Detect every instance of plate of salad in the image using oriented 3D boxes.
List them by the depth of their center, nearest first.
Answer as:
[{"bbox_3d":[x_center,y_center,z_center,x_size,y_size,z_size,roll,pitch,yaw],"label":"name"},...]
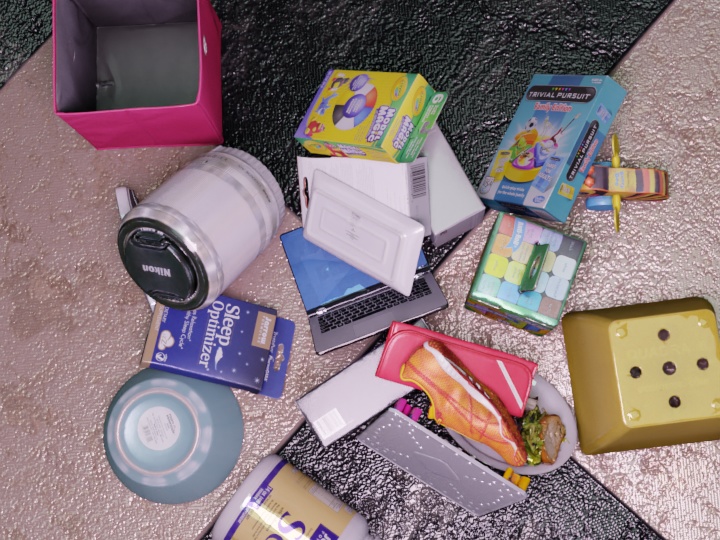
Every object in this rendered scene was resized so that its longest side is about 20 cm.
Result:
[{"bbox_3d":[0.197,0.183,1.485,0.200,0.048,0.200,11,42,-10],"label":"plate of salad"}]

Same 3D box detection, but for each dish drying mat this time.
[{"bbox_3d":[0.124,0.126,1.425,0.200,0.018,0.077,17,97,-10],"label":"dish drying mat"}]

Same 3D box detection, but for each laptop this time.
[{"bbox_3d":[0.000,0.000,1.537,0.187,0.200,0.116,-21,111,0],"label":"laptop"}]

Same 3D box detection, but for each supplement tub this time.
[{"bbox_3d":[-0.080,0.353,1.477,0.200,0.145,0.146,34,85,7],"label":"supplement tub"}]

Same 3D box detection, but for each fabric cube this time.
[{"bbox_3d":[-0.302,-0.287,1.556,0.200,0.199,0.197,-3,81,3],"label":"fabric cube"}]

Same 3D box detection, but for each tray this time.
[{"bbox_3d":[-0.004,-0.050,1.505,0.200,0.022,0.108,30,121,32],"label":"tray"}]

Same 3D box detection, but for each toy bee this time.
[{"bbox_3d":[0.333,-0.114,1.544,0.200,0.109,0.131,-21,83,0],"label":"toy bee"}]

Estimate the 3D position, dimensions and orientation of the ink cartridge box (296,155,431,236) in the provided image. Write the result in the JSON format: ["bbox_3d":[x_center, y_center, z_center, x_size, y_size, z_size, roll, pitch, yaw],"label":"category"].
[{"bbox_3d":[0.003,-0.105,1.532,0.200,0.050,0.109,8,108,41],"label":"ink cartridge box"}]

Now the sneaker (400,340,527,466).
[{"bbox_3d":[0.131,0.174,1.399,0.077,0.073,0.200,-43,94,14],"label":"sneaker"}]

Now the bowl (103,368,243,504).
[{"bbox_3d":[-0.266,0.222,1.527,0.200,0.105,0.201,0,83,3],"label":"bowl"}]

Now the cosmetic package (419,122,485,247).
[{"bbox_3d":[0.092,-0.141,1.561,0.090,0.107,0.200,-31,83,0],"label":"cosmetic package"}]

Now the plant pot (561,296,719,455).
[{"bbox_3d":[0.387,0.135,1.470,0.200,0.176,0.200,-7,82,2],"label":"plant pot"}]

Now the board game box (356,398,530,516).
[{"bbox_3d":[0.104,0.244,1.450,0.200,0.200,0.026,33,68,0],"label":"board game box"}]

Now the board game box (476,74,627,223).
[{"bbox_3d":[0.258,-0.172,1.537,0.047,0.151,0.200,30,83,-32],"label":"board game box"}]

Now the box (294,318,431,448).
[{"bbox_3d":[0.018,0.151,1.503,0.200,0.141,0.079,-33,82,-2],"label":"box"}]

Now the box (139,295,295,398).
[{"bbox_3d":[-0.191,0.096,1.538,0.200,0.032,0.121,16,67,-13],"label":"box"}]

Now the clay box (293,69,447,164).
[{"bbox_3d":[0.013,-0.206,1.483,0.200,0.048,0.115,12,70,46],"label":"clay box"}]

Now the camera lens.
[{"bbox_3d":[-0.213,-0.055,1.499,0.160,0.160,0.200,34,47,7],"label":"camera lens"}]

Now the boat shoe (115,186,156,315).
[{"bbox_3d":[-0.292,-0.030,1.586,0.066,0.070,0.200,-18,80,-12],"label":"boat shoe"}]

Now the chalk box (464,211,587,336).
[{"bbox_3d":[0.216,0.005,1.485,0.124,0.200,0.125,20,83,6],"label":"chalk box"}]
